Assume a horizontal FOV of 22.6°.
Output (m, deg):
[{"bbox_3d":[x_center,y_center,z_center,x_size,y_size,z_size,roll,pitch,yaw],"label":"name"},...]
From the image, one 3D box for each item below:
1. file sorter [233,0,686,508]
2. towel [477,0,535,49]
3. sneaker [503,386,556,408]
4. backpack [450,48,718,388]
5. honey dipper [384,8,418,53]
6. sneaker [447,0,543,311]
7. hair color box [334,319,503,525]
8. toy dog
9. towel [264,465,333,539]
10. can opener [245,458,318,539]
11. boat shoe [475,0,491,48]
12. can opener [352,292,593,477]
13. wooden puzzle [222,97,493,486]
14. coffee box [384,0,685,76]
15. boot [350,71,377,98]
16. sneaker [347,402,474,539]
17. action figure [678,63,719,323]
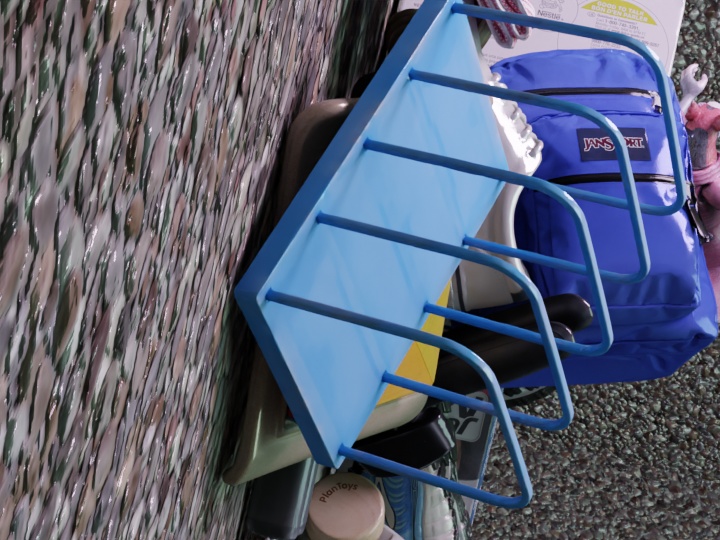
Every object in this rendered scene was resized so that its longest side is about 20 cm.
[{"bbox_3d":[0.057,-0.009,0.847,0.200,0.123,0.139,-58,147,-28],"label":"file sorter"},{"bbox_3d":[0.067,-0.200,1.034,0.200,0.030,0.146,-55,121,-78],"label":"towel"},{"bbox_3d":[0.059,0.061,1.307,0.074,0.200,0.080,54,31,-57],"label":"sneaker"},{"bbox_3d":[0.141,-0.042,1.129,0.168,0.162,0.200,125,-38,-65],"label":"backpack"},{"bbox_3d":[0.044,-0.106,1.149,0.200,0.038,0.038,-100,-164,-54],"label":"honey dipper"},{"bbox_3d":[0.069,-0.076,1.035,0.073,0.071,0.200,-71,159,-82],"label":"sneaker"},{"bbox_3d":[0.038,0.123,1.240,0.061,0.100,0.200,-59,161,-71],"label":"hair color box"},{"bbox_3d":[0.013,0.213,1.078,0.096,0.200,0.132,-38,133,-20],"label":"toy dog"},{"bbox_3d":[-0.036,0.132,1.201,0.200,0.034,0.133,94,9,-63],"label":"towel"},{"bbox_3d":[-0.037,0.141,1.051,0.053,0.066,0.200,37,61,-86],"label":"can opener"},{"bbox_3d":[0.058,-0.221,1.177,0.072,0.072,0.200,-32,-139,54],"label":"boat shoe"},{"bbox_3d":[0.057,0.057,1.057,0.200,0.079,0.063,-31,-157,39],"label":"can opener"},{"bbox_3d":[0.008,0.007,0.926,0.185,0.037,0.200,-12,119,-60],"label":"wooden puzzle"},{"bbox_3d":[0.112,-0.100,1.331,0.200,0.200,0.198,92,11,-74],"label":"coffee box"},{"bbox_3d":[0.000,0.000,1.111,0.200,0.064,0.187,99,5,-66],"label":"boot"},{"bbox_3d":[0.016,0.135,1.172,0.078,0.090,0.200,-52,134,-70],"label":"sneaker"},{"bbox_3d":[0.236,-0.054,1.328,0.149,0.134,0.200,-33,145,-15],"label":"action figure"}]
